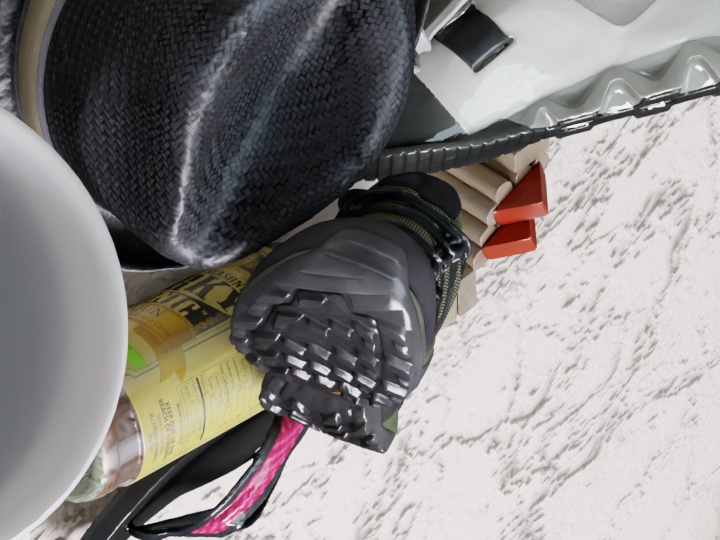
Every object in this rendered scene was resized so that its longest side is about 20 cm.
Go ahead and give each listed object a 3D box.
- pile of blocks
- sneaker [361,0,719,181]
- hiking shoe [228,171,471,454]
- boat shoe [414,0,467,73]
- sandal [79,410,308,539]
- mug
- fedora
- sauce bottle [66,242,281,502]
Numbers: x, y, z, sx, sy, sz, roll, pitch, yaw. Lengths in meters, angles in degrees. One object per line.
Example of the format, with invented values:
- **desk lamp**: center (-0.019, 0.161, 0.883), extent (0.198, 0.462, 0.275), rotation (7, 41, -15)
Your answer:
- **pile of blocks**: center (0.073, -0.052, 1.206), extent (0.082, 0.062, 0.200), rotation (1, 117, -53)
- **sneaker**: center (0.054, -0.092, 1.125), extent (0.200, 0.089, 0.074), rotation (-16, 177, -6)
- **hiking shoe**: center (0.000, 0.000, 1.017), extent (0.200, 0.076, 0.101), rotation (105, 5, -74)
- **boat shoe**: center (-0.001, -0.099, 1.064), extent (0.200, 0.066, 0.072), rotation (-46, 146, -16)
- **sandal**: center (-0.044, 0.079, 1.162), extent (0.200, 0.045, 0.075), rotation (-35, 170, -32)
- **mug**: center (-0.169, -0.005, 0.841), extent (0.148, 0.175, 0.200), rotation (-2, 88, -22)
- **fedora**: center (-0.044, -0.073, 0.957), extent (0.201, 0.092, 0.201), rotation (-12, 122, -20)
- **sauce bottle**: center (-0.051, 0.028, 1.113), extent (0.200, 0.065, 0.065), rotation (-29, 138, -39)
